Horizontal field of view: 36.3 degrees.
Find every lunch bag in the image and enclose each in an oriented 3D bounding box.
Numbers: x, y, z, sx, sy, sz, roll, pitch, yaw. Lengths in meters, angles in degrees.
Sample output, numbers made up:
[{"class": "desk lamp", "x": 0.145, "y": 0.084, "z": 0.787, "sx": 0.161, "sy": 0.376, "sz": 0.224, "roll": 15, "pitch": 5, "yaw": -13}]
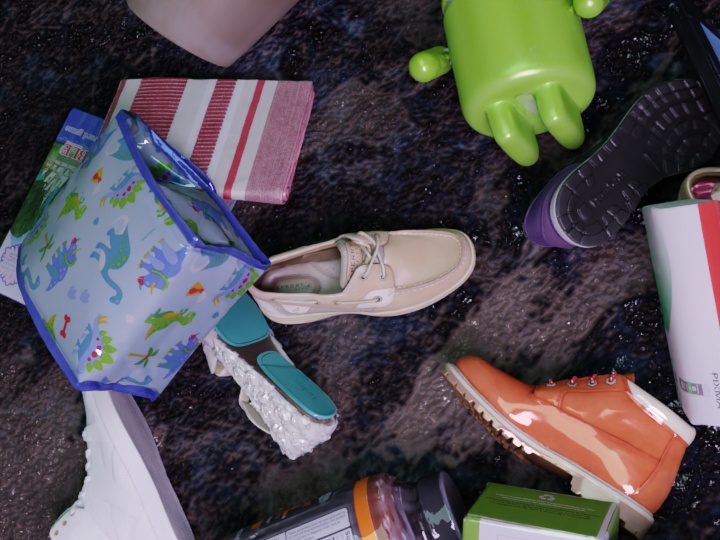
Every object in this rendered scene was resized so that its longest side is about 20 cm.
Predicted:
[{"class": "lunch bag", "x": -0.201, "y": -0.017, "z": 0.939, "sx": 0.170, "sy": 0.127, "sz": 0.200, "roll": -49, "pitch": 60, "yaw": 12}]

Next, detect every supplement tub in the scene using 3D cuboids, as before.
[{"class": "supplement tub", "x": -0.011, "y": 0.227, "z": 0.866, "sx": 0.199, "sy": 0.107, "sz": 0.107, "roll": -24, "pitch": 67, "yaw": 10}]

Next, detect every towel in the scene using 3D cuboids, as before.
[{"class": "towel", "x": -0.150, "y": -0.123, "z": 1.033, "sx": 0.199, "sy": 0.023, "sz": 0.144, "roll": 4, "pitch": 54, "yaw": 12}]

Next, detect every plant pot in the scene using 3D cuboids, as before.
[{"class": "plant pot", "x": -0.130, "y": -0.299, "z": 1.044, "sx": 0.200, "sy": 0.200, "sz": 0.174, "roll": 42, "pitch": 107, "yaw": 25}]

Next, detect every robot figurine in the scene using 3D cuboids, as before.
[{"class": "robot figurine", "x": 0.134, "y": -0.195, "z": 0.944, "sx": 0.175, "sy": 0.116, "sz": 0.201, "roll": -19, "pitch": 67, "yaw": 25}]

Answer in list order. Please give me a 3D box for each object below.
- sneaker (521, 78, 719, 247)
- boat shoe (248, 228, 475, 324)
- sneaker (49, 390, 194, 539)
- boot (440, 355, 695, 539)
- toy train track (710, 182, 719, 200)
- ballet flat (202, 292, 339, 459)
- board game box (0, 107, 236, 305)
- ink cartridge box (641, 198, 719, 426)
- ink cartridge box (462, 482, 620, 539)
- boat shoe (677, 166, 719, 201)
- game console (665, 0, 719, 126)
[{"class": "sneaker", "x": 0.211, "y": -0.090, "z": 0.908, "sx": 0.200, "sy": 0.088, "sz": 0.076, "roll": -36, "pitch": 98, "yaw": -20}, {"class": "boat shoe", "x": 0.000, "y": 0.000, "z": 0.951, "sx": 0.199, "sy": 0.065, "sz": 0.072, "roll": -10, "pitch": 69, "yaw": 8}, {"class": "sneaker", "x": -0.235, "y": 0.187, "z": 0.973, "sx": 0.115, "sy": 0.074, "sz": 0.200, "roll": -29, "pitch": 67, "yaw": 5}, {"class": "boot", "x": 0.162, "y": 0.111, "z": 0.866, "sx": 0.200, "sy": 0.075, "sz": 0.107, "roll": 34, "pitch": 83, "yaw": 16}, {"class": "toy train track", "x": 0.333, "y": 0.002, "z": 0.795, "sx": 0.200, "sy": 0.115, "sz": 0.033, "roll": 33, "pitch": 66, "yaw": -14}, {"class": "ballet flat", "x": -0.099, "y": 0.086, "z": 0.966, "sx": 0.072, "sy": 0.072, "sz": 0.200, "roll": -43, "pitch": 63, "yaw": 2}, {"class": "board game box", "x": -0.239, "y": -0.037, "z": 1.062, "sx": 0.199, "sy": 0.041, "sz": 0.200, "roll": 20, "pitch": 81, "yaw": 23}, {"class": "ink cartridge box", "x": 0.239, "y": 0.032, "z": 0.766, "sx": 0.050, "sy": 0.200, "sz": 0.162, "roll": -10, "pitch": 92, "yaw": 13}, {"class": "ink cartridge box", "x": 0.175, "y": 0.247, "z": 0.783, "sx": 0.199, "sy": 0.076, "sz": 0.148, "roll": 5, "pitch": 102, "yaw": 20}, {"class": "boat shoe", "x": 0.338, "y": -0.028, "z": 0.846, "sx": 0.199, "sy": 0.069, "sz": 0.074, "roll": 20, "pitch": 81, "yaw": 24}, {"class": "game console", "x": 0.344, "y": -0.143, "z": 0.823, "sx": 0.116, "sy": 0.176, "sz": 0.200, "roll": -41, "pitch": 34, "yaw": 30}]
